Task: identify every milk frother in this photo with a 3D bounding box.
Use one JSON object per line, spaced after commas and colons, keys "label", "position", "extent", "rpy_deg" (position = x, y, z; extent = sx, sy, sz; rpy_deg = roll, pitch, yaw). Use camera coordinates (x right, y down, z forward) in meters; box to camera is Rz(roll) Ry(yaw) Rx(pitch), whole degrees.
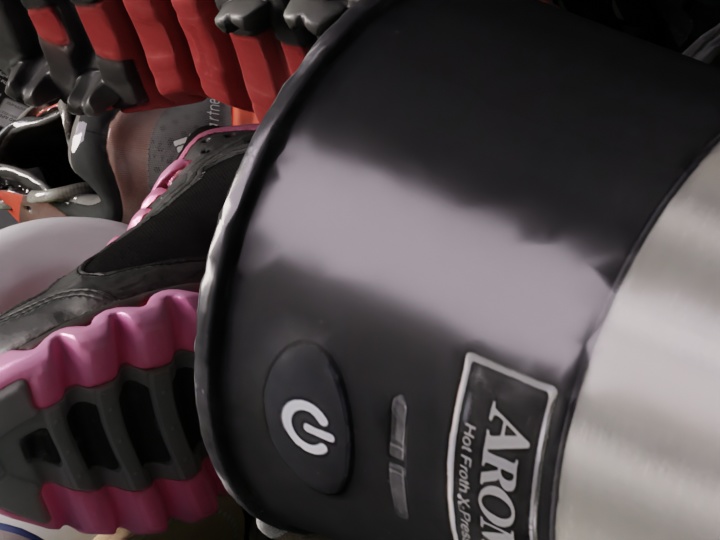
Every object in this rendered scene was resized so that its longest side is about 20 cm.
{"label": "milk frother", "position": [0.107, 0.018, 0.525], "extent": [0.188, 0.181, 0.200], "rpy_deg": [23, 57, 31]}

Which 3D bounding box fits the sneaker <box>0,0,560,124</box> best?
{"label": "sneaker", "position": [-0.012, -0.078, 0.730], "extent": [0.200, 0.071, 0.098], "rpy_deg": [16, 48, 34]}

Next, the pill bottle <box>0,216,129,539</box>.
{"label": "pill bottle", "position": [-0.106, 0.081, 0.877], "extent": [0.200, 0.112, 0.113], "rpy_deg": [119, 159, -51]}

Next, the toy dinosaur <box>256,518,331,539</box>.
{"label": "toy dinosaur", "position": [0.008, 0.089, 0.734], "extent": [0.200, 0.077, 0.103], "rpy_deg": [69, -140, -81]}

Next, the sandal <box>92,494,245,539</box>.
{"label": "sandal", "position": [-0.058, 0.139, 0.813], "extent": [0.070, 0.078, 0.212], "rpy_deg": [51, 149, 17]}

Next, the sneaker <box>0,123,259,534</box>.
{"label": "sneaker", "position": [-0.036, 0.001, 0.743], "extent": [0.095, 0.200, 0.079], "rpy_deg": [43, 145, 38]}

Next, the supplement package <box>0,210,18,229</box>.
{"label": "supplement package", "position": [-0.169, 0.075, 1.030], "extent": [0.200, 0.109, 0.114], "rpy_deg": [-63, 25, 13]}

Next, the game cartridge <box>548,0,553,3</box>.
{"label": "game cartridge", "position": [-0.010, -0.058, 0.922], "extent": [0.200, 0.038, 0.130], "rpy_deg": [-50, 34, 32]}

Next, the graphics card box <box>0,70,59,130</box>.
{"label": "graphics card box", "position": [-0.131, -0.086, 1.075], "extent": [0.200, 0.125, 0.051], "rpy_deg": [-58, 26, 21]}

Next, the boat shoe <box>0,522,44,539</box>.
{"label": "boat shoe", "position": [-0.095, 0.161, 0.745], "extent": [0.072, 0.200, 0.072], "rpy_deg": [-3, 40, 18]}

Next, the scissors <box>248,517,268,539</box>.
{"label": "scissors", "position": [0.000, 0.000, 0.841], "extent": [0.014, 0.073, 0.200], "rpy_deg": [35, 133, 40]}

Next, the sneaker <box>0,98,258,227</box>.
{"label": "sneaker", "position": [-0.086, -0.037, 0.913], "extent": [0.200, 0.082, 0.077], "rpy_deg": [160, 123, -70]}

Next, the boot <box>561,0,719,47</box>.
{"label": "boot", "position": [0.100, -0.155, 0.745], "extent": [0.199, 0.073, 0.162], "rpy_deg": [-66, 19, 0]}
